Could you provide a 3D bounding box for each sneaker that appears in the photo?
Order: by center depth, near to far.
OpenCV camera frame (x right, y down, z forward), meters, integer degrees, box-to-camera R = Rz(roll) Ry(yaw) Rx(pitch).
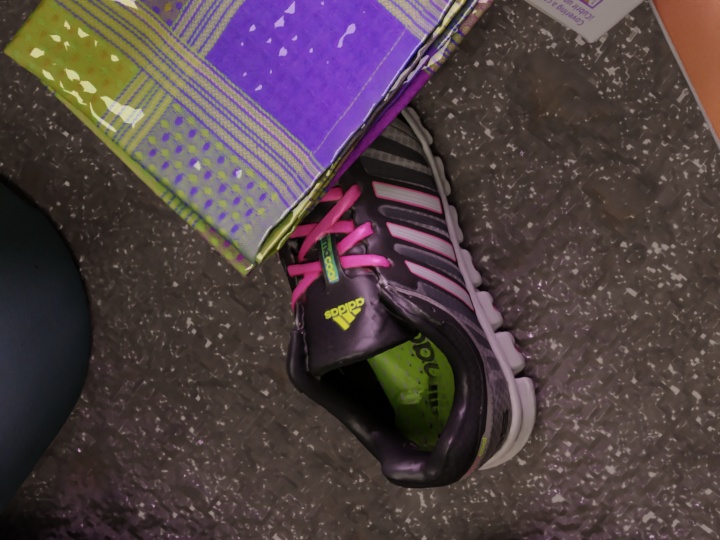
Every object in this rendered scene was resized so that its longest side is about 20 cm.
[{"bbox_3d":[0.000,0.000,1.152,0.074,0.087,0.200,-24,100,23],"label":"sneaker"}]

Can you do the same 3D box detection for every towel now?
[{"bbox_3d":[-0.029,-0.116,1.120,0.144,0.023,0.200,43,102,14],"label":"towel"}]

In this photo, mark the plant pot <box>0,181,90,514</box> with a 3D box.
[{"bbox_3d":[-0.207,0.048,1.172,0.200,0.196,0.201,6,111,15],"label":"plant pot"}]

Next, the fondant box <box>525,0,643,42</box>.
[{"bbox_3d":[0.114,-0.193,0.989,0.058,0.144,0.200,27,125,-35],"label":"fondant box"}]

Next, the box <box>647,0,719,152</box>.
[{"bbox_3d":[0.206,-0.073,1.054,0.152,0.106,0.200,-24,101,23],"label":"box"}]
